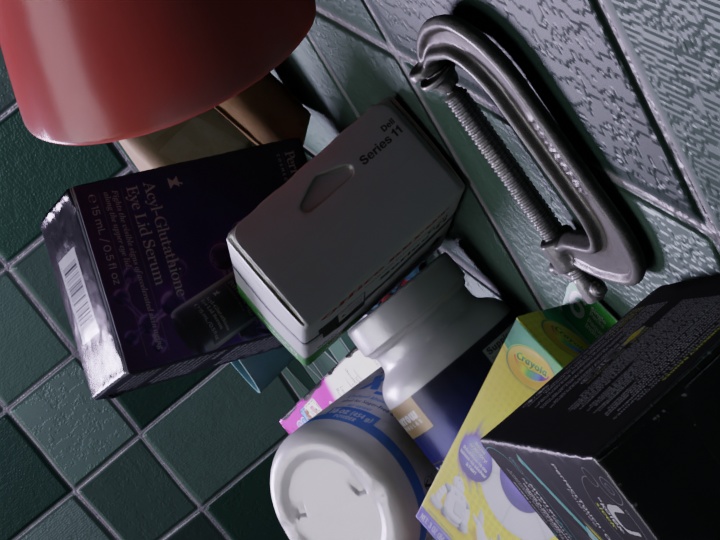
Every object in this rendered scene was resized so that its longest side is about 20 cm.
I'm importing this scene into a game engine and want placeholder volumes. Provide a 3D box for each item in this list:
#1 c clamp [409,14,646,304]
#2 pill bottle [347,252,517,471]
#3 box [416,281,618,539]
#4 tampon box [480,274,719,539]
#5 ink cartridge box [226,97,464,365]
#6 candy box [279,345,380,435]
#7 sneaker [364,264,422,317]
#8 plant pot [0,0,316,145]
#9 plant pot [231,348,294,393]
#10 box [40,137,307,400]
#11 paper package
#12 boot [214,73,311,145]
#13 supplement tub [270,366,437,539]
[{"bbox_3d":[0.084,-0.055,0.909,0.201,0.027,0.171,54,172,-20],"label":"c clamp"},{"bbox_3d":[0.087,0.093,1.227,0.201,0.115,0.116,51,172,2],"label":"pill bottle"},{"bbox_3d":[0.117,0.116,1.034,0.117,0.048,0.201,46,127,31],"label":"box"},{"bbox_3d":[0.165,0.095,0.757,0.150,0.126,0.200,51,171,-3],"label":"tampon box"},{"bbox_3d":[-0.012,-0.021,1.172,0.083,0.146,0.200,48,173,7],"label":"ink cartridge box"},{"bbox_3d":[0.033,0.126,1.499,0.137,0.061,0.200,51,134,6],"label":"candy box"},{"bbox_3d":[0.000,0.000,1.379,0.079,0.095,0.200,46,171,20],"label":"sneaker"},{"bbox_3d":[-0.147,-0.203,1.031,0.200,0.199,0.179,38,154,57],"label":"plant pot"},{"bbox_3d":[-0.099,-0.009,1.663,0.201,0.160,0.201,50,172,9],"label":"plant pot"},{"bbox_3d":[-0.126,-0.003,1.311,0.104,0.198,0.150,-33,75,62],"label":"box"},{"bbox_3d":[-0.153,-0.086,1.845,0.200,0.103,0.191,42,167,47],"label":"paper package"},{"bbox_3d":[-0.111,-0.163,1.311,0.200,0.066,0.175,42,-178,-27],"label":"boot"},{"bbox_3d":[0.034,0.143,1.329,0.131,0.200,0.133,16,120,29],"label":"supplement tub"}]
